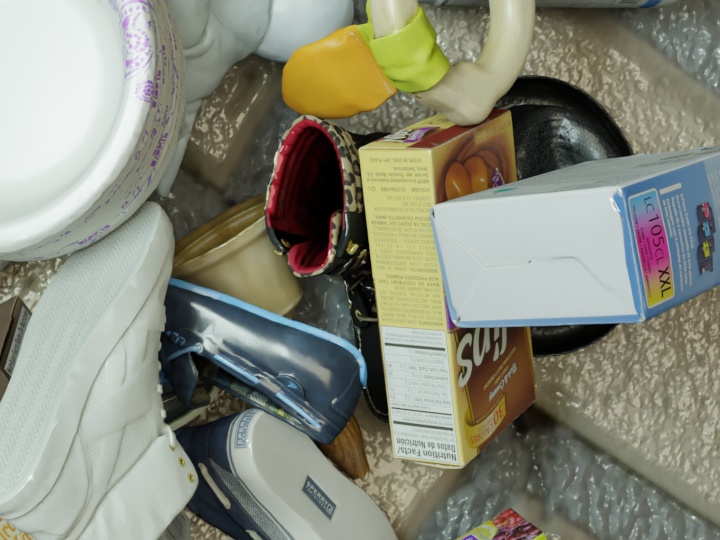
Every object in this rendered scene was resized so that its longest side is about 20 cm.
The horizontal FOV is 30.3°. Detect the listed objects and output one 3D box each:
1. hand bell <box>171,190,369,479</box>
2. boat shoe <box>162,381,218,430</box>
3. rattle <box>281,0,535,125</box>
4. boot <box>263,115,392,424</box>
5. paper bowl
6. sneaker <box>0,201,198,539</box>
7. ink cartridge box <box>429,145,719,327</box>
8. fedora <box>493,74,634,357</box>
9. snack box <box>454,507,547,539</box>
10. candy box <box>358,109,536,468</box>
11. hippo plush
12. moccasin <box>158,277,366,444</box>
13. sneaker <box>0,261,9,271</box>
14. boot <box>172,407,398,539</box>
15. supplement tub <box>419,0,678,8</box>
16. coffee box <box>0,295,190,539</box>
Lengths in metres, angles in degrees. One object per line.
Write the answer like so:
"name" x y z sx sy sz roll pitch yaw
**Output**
"hand bell" -0.047 0.058 0.905 0.103 0.104 0.202 -31 105 -11
"boat shoe" -0.191 0.072 0.865 0.196 0.067 0.075 -5 46 -5
"rattle" 0.047 -0.191 0.842 0.129 0.142 0.203 20 75 -20
"boot" 0.000 0.000 0.868 0.072 0.150 0.204 1 86 27
"paper bowl" -0.196 -0.107 0.765 0.197 0.104 0.204 -1 86 12
"sneaker" -0.134 0.070 0.754 0.116 0.073 0.202 48 50 -39
"ink cartridge box" 0.158 -0.026 0.792 0.199 0.135 0.078 -20 102 -45
"fedora" 0.132 -0.041 0.928 0.197 0.092 0.204 1 87 -10
"snack box" 0.058 0.282 0.866 0.198 0.068 0.171 -28 102 -11
"candy box" 0.060 0.008 0.849 0.056 0.116 0.203 4 109 31
"hippo plush" -0.076 -0.186 0.863 0.159 0.160 0.203 -14 71 -22
"moccasin" -0.096 0.051 0.815 0.197 0.081 0.069 15 73 15
"sneaker" -0.288 -0.077 0.841 0.081 0.076 0.201 -47 126 -13
"boot" -0.048 0.170 0.903 0.201 0.089 0.073 57 42 -26
"supplement tub" 0.129 -0.249 0.920 0.196 0.132 0.134 -1 87 -11
"coffee box" -0.202 0.132 0.810 0.113 0.080 0.201 -26 118 11
